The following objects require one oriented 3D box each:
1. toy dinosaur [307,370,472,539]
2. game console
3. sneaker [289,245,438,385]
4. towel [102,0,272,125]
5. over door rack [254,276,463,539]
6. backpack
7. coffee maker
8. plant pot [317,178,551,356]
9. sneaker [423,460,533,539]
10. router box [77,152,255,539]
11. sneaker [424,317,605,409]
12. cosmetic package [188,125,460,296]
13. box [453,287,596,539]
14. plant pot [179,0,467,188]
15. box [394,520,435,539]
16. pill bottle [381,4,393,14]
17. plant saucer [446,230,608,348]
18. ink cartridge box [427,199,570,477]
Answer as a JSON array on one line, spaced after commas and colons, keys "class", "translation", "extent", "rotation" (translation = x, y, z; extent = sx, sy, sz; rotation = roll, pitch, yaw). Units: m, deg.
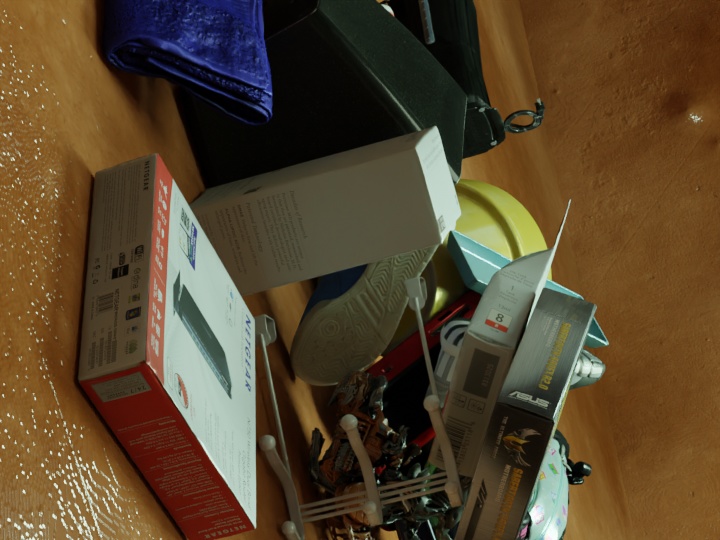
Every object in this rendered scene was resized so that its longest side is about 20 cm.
[{"class": "toy dinosaur", "translation": [0.011, 0.191, 1.700], "extent": [0.102, 0.135, 0.201], "rotation": [26, -74, 58]}, {"class": "game console", "translation": [0.074, 0.126, 1.858], "extent": [0.031, 0.200, 0.177], "rotation": [29, -37, 39]}, {"class": "sneaker", "translation": [0.001, 0.000, 1.733], "extent": [0.077, 0.200, 0.111], "rotation": [25, 17, -18]}, {"class": "towel", "translation": [-0.130, -0.217, 1.542], "extent": [0.147, 0.050, 0.200], "rotation": [23, 43, -33]}, {"class": "over door rack", "translation": [-0.008, 0.104, 1.587], "extent": [0.067, 0.147, 0.201], "rotation": [61, 18, -64]}, {"class": "backpack", "translation": [0.145, 0.250, 2.102], "extent": [0.127, 0.167, 0.200], "rotation": [48, 23, -17]}, {"class": "coffee maker", "translation": [0.113, -0.245, 2.462], "extent": [0.135, 0.191, 0.201], "rotation": [106, -19, -57]}, {"class": "plant pot", "translation": [0.059, 0.011, 1.931], "extent": [0.189, 0.200, 0.201], "rotation": [-5, 79, -62]}, {"class": "sneaker", "translation": [0.121, 0.256, 1.838], "extent": [0.077, 0.084, 0.200], "rotation": [-41, 111, -50]}, {"class": "router box", "translation": [-0.126, 0.052, 1.351], "extent": [0.200, 0.049, 0.180], "rotation": [-94, 162, -45]}, {"class": "sneaker", "translation": [0.132, 0.111, 1.842], "extent": [0.200, 0.116, 0.075], "rotation": [11, 18, -39]}, {"class": "cosmetic package", "translation": [-0.030, -0.043, 1.545], "extent": [0.113, 0.199, 0.081], "rotation": [-56, 128, -75]}, {"class": "box", "translation": [0.126, 0.138, 1.586], "extent": [0.159, 0.048, 0.200], "rotation": [-60, 168, -53]}, {"class": "plant pot", "translation": [-0.041, -0.137, 1.676], "extent": [0.178, 0.200, 0.200], "rotation": [57, 18, -21]}, {"class": "box", "translation": [0.066, 0.293, 1.818], "extent": [0.121, 0.032, 0.200], "rotation": [-110, -176, -47]}, {"class": "pill bottle", "translation": [0.005, -0.166, 2.069], "extent": [0.112, 0.112, 0.201], "rotation": [0, 75, -77]}, {"class": "plant saucer", "translation": [0.155, 0.021, 1.871], "extent": [0.200, 0.019, 0.070], "rotation": [27, 28, -41]}, {"class": "ink cartridge box", "translation": [0.117, 0.049, 1.670], "extent": [0.200, 0.050, 0.163], "rotation": [-67, 173, -47]}]
